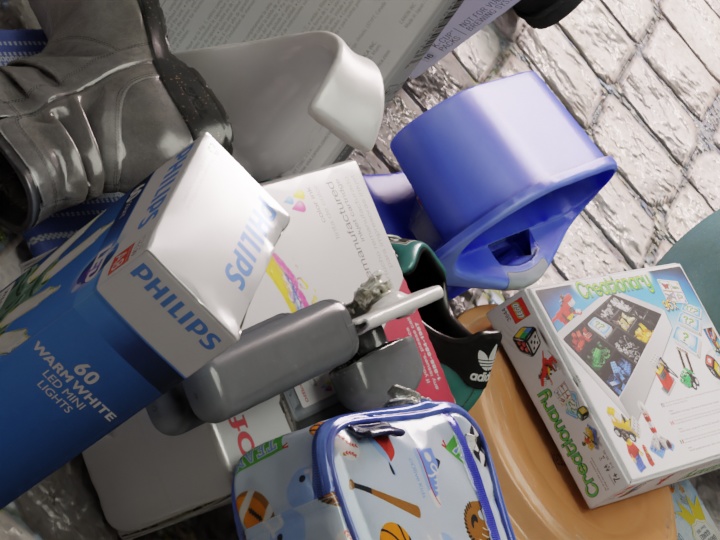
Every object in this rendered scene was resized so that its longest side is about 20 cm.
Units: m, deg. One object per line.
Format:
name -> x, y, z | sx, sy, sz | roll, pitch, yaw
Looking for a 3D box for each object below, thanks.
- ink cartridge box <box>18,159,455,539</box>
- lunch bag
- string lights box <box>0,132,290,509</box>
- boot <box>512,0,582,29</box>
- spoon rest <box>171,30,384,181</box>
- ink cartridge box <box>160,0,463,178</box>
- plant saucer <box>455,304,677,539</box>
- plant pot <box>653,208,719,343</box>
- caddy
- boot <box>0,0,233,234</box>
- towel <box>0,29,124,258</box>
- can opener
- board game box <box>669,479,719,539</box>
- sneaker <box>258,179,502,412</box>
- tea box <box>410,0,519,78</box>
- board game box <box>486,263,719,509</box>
ink cartridge box -> -0.058, 0.036, 1.459 | 0.200, 0.086, 0.148 | -18, 86, -56
lunch bag -> 0.026, 0.155, 1.369 | 0.160, 0.076, 0.200 | -1, 71, -55
string lights box -> -0.128, 0.035, 1.278 | 0.059, 0.200, 0.103 | 45, 30, -15
boot -> 0.088, -0.271, 2.027 | 0.162, 0.073, 0.198 | 42, 25, -25
spoon rest -> -0.048, -0.086, 1.502 | 0.099, 0.200, 0.061 | 36, 71, -25
ink cartridge box -> -0.054, -0.165, 1.589 | 0.200, 0.162, 0.050 | 42, 21, 12
plant saucer -> 0.115, 0.106, 1.653 | 0.200, 0.032, 0.200 | 35, 35, -29
plant pot -> 0.249, 0.044, 1.852 | 0.135, 0.200, 0.200 | -9, 61, -18
caddy -> 0.067, -0.033, 1.688 | 0.105, 0.141, 0.200 | 54, 30, 9
boot -> -0.161, -0.102, 1.469 | 0.132, 0.070, 0.200 | -9, 40, -30
towel -> -0.140, -0.039, 1.523 | 0.145, 0.024, 0.200 | -7, 64, -54
can opener -> -0.023, 0.045, 1.381 | 0.200, 0.053, 0.067 | -17, 86, -53
board game box -> 0.133, 0.136, 1.715 | 0.200, 0.034, 0.135 | -10, 68, -58
sneaker -> 0.000, 0.000, 1.584 | 0.200, 0.080, 0.071 | 45, 23, 20
tea box -> 0.028, -0.254, 1.795 | 0.197, 0.200, 0.134 | 27, 40, -39
board game box -> 0.161, 0.063, 1.695 | 0.200, 0.035, 0.126 | -7, 67, -58
